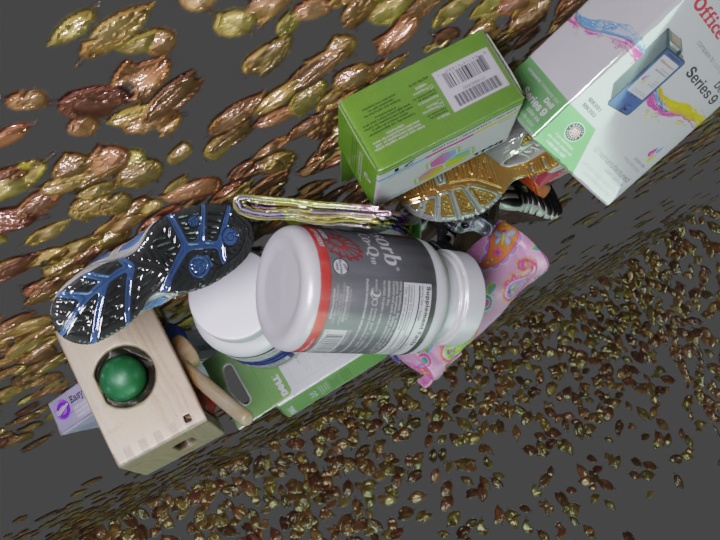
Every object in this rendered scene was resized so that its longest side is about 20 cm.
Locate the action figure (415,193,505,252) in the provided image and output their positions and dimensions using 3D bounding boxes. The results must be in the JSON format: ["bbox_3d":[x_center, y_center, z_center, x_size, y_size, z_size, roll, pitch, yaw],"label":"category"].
[{"bbox_3d":[0.114,-0.094,1.139,0.119,0.102,0.200,-55,-175,37],"label":"action figure"}]

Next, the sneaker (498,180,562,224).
[{"bbox_3d":[0.201,-0.091,1.444,0.115,0.076,0.200,-31,159,33],"label":"sneaker"}]

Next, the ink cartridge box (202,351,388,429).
[{"bbox_3d":[-0.078,0.107,1.226,0.200,0.104,0.059,-32,156,-3],"label":"ink cartridge box"}]

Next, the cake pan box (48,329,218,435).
[{"bbox_3d":[-0.276,0.142,1.322,0.184,0.052,0.200,-32,168,22],"label":"cake pan box"}]

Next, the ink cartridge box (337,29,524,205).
[{"bbox_3d":[0.059,-0.120,0.944,0.147,0.076,0.200,-27,167,-8],"label":"ink cartridge box"}]

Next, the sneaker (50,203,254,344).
[{"bbox_3d":[-0.189,-0.005,0.902,0.199,0.076,0.077,-27,-166,-21],"label":"sneaker"}]

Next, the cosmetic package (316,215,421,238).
[{"bbox_3d":[0.000,0.000,1.119,0.084,0.108,0.200,3,-169,20],"label":"cosmetic package"}]

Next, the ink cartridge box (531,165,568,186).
[{"bbox_3d":[0.264,-0.190,1.117,0.145,0.085,0.200,-26,166,-14],"label":"ink cartridge box"}]

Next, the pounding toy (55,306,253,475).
[{"bbox_3d":[-0.208,0.121,1.063,0.142,0.185,0.200,-27,168,-8],"label":"pounding toy"}]

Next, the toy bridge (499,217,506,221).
[{"bbox_3d":[0.114,-0.019,1.338,0.199,0.027,0.067,-25,178,-32],"label":"toy bridge"}]

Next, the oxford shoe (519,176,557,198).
[{"bbox_3d":[0.226,-0.146,1.295,0.073,0.071,0.200,-51,169,9],"label":"oxford shoe"}]

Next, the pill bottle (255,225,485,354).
[{"bbox_3d":[0.011,0.022,0.954,0.199,0.116,0.116,4,151,-31],"label":"pill bottle"}]

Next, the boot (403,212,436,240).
[{"bbox_3d":[0.046,-0.020,1.341,0.166,0.073,0.200,-27,165,1],"label":"boot"}]

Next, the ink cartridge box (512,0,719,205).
[{"bbox_3d":[0.249,-0.179,0.924,0.200,0.088,0.145,-44,134,15],"label":"ink cartridge box"}]

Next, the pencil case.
[{"bbox_3d":[0.118,0.036,1.126,0.200,0.087,0.087,-45,170,-9],"label":"pencil case"}]

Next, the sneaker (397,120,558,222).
[{"bbox_3d":[0.123,-0.115,1.049,0.199,0.076,0.088,-23,-151,-11],"label":"sneaker"}]

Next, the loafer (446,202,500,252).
[{"bbox_3d":[0.135,-0.057,1.252,0.067,0.200,0.076,10,131,-1],"label":"loafer"}]

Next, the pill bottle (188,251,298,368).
[{"bbox_3d":[-0.120,0.042,1.109,0.115,0.116,0.200,-29,168,-2],"label":"pill bottle"}]

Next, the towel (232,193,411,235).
[{"bbox_3d":[-0.030,-0.051,0.961,0.143,0.023,0.200,5,-179,9],"label":"towel"}]
